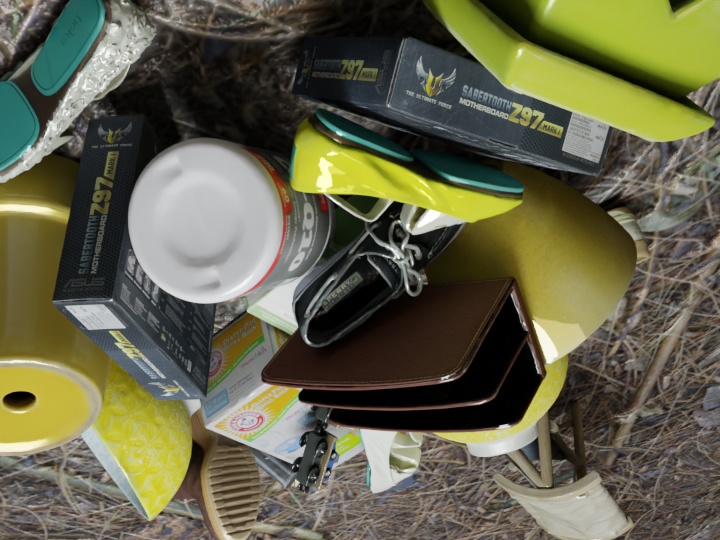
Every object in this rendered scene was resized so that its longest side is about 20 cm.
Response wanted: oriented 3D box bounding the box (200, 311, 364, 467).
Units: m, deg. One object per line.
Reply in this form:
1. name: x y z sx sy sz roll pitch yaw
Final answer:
1. box: -0.074 0.135 0.952 0.112 0.102 0.200 -35 137 19

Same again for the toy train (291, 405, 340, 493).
1. toy train: -0.025 0.132 0.876 0.046 0.034 0.202 11 98 -54

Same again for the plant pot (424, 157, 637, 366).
1. plant pot: 0.134 -0.021 0.806 0.199 0.201 0.142 -36 111 21

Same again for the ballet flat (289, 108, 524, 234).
1. ballet flat: 0.033 -0.063 0.643 0.199 0.067 0.067 13 113 -32

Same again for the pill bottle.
1. pill bottle: -0.088 -0.040 0.674 0.113 0.115 0.200 -28 178 13

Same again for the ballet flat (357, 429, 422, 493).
1. ballet flat: 0.034 0.186 0.905 0.069 0.070 0.201 -14 142 -4

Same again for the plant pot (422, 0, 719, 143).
1. plant pot: 0.157 -0.206 0.546 0.199 0.200 0.182 11 121 -30

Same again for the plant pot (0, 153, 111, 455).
1. plant pot: -0.279 0.037 0.700 0.199 0.190 0.202 -11 140 -9

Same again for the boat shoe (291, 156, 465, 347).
1. boat shoe: 0.023 -0.013 0.706 0.199 0.068 0.074 -37 111 5

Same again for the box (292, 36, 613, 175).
1. box: 0.068 -0.127 0.656 0.199 0.157 0.051 13 96 -30

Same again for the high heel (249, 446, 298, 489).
1. high heel: -0.117 0.205 1.071 0.072 0.142 0.200 -53 169 -1

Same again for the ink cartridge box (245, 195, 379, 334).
1. ink cartridge box: 0.000 0.000 0.870 0.199 0.048 0.145 -35 137 23

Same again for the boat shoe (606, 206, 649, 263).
1. boat shoe: 0.219 0.009 0.930 0.199 0.067 0.074 -35 156 20

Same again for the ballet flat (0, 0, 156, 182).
1. ballet flat: -0.224 -0.127 0.633 0.199 0.072 0.072 -37 137 23

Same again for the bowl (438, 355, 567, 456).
1. bowl: 0.141 0.138 0.938 0.198 0.109 0.200 -18 -176 1

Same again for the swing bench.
1. swing bench: 0.242 0.245 1.114 0.129 0.201 0.199 -27 139 12

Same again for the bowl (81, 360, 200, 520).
1. bowl: -0.227 0.138 0.863 0.107 0.200 0.201 -35 146 -24

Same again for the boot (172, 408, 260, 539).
1. boot: -0.190 0.234 0.949 0.072 0.201 0.166 16 132 -40

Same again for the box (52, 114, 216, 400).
1. box: -0.169 -0.002 0.692 0.051 0.159 0.200 -3 152 9

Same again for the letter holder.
1. letter holder: 0.034 0.091 0.732 0.199 0.142 0.101 -6 118 35
